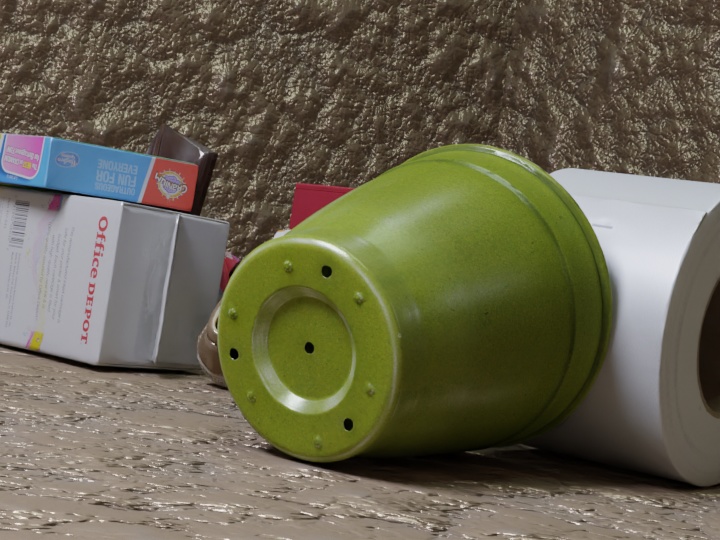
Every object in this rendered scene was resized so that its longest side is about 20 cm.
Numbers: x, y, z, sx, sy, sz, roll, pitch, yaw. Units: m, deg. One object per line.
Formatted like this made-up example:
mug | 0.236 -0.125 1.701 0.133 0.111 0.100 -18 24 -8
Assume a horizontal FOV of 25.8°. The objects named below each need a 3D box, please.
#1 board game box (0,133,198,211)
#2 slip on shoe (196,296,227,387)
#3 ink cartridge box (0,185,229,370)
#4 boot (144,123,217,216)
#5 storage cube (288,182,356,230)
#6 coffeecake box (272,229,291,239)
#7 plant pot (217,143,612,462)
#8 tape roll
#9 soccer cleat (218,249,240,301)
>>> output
board game box | -0.259 -0.086 1.330 0.200 0.040 0.153 8 0 44
slip on shoe | -0.050 0.009 1.233 0.076 0.200 0.061 39 -29 24
ink cartridge box | -0.209 0.008 1.282 0.200 0.129 0.125 10 1 38
boot | -0.200 -0.031 1.411 0.064 0.201 0.186 7 2 -42
storage cube | 0.023 0.005 1.755 0.170 0.180 0.200 8 1 -27
coffeecake box | 0.000 0.000 1.398 0.153 0.073 0.200 -2 4 -1
plant pot | 0.020 0.032 0.953 0.200 0.201 0.193 9 14 33
tape roll | 0.192 0.036 1.077 0.139 0.203 0.202 10 2 37
soccer cleat | -0.158 -0.016 1.479 0.076 0.200 0.067 -31 8 20
